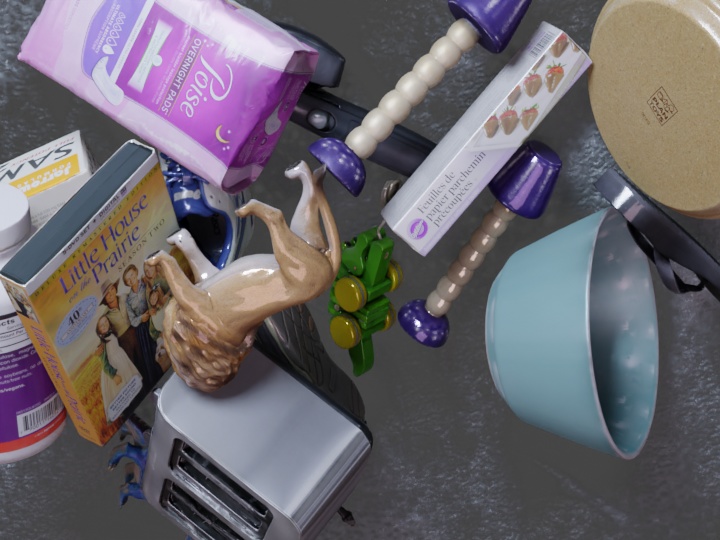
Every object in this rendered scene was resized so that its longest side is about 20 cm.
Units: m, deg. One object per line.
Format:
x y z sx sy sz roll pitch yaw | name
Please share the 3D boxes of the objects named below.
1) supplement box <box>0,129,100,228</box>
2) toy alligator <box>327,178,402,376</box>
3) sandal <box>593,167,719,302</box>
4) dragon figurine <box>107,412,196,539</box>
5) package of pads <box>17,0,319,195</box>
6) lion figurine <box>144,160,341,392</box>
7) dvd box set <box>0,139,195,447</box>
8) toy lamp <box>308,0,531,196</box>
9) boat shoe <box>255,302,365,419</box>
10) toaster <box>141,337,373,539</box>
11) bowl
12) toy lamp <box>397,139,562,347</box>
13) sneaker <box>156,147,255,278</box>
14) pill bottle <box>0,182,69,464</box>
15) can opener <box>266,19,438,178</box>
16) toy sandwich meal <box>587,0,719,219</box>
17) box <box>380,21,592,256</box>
-0.245 0.001 0.965 0.125 0.074 0.202 -23 127 -2 | supplement box
0.000 0.000 0.995 0.054 0.059 0.202 31 129 32 | toy alligator
0.242 -0.021 0.929 0.199 0.076 0.043 31 108 -39 | sandal
-0.188 0.183 1.112 0.098 0.059 0.202 -1 122 3 | dragon figurine
-0.142 -0.158 0.846 0.199 0.076 0.121 33 106 8 | package of pads
-0.079 0.011 0.859 0.198 0.073 0.123 -26 106 24 | lion figurine
-0.186 0.022 0.872 0.029 0.147 0.201 22 145 24 | dvd box set
0.049 -0.144 0.858 0.200 0.058 0.058 -47 111 2 | toy lamp
-0.066 0.092 1.041 0.073 0.075 0.201 -21 118 18 | boat shoe
-0.090 0.165 0.989 0.199 0.119 0.181 36 146 8 | toaster
0.172 0.052 0.952 0.104 0.202 0.203 -4 124 30 | bowl
0.102 -0.021 0.972 0.058 0.058 0.201 24 121 -12 | toy lamp
-0.130 -0.085 0.927 0.074 0.089 0.202 -10 119 11 | sneaker
-0.280 0.039 0.863 0.111 0.113 0.202 5 123 0 | pill bottle
-0.008 -0.118 0.914 0.198 0.064 0.079 29 118 -14 | can opener
0.246 -0.138 0.845 0.070 0.205 0.207 -25 124 -23 | toy sandwich meal
0.096 -0.103 0.896 0.039 0.041 0.200 37 98 -25 | box
